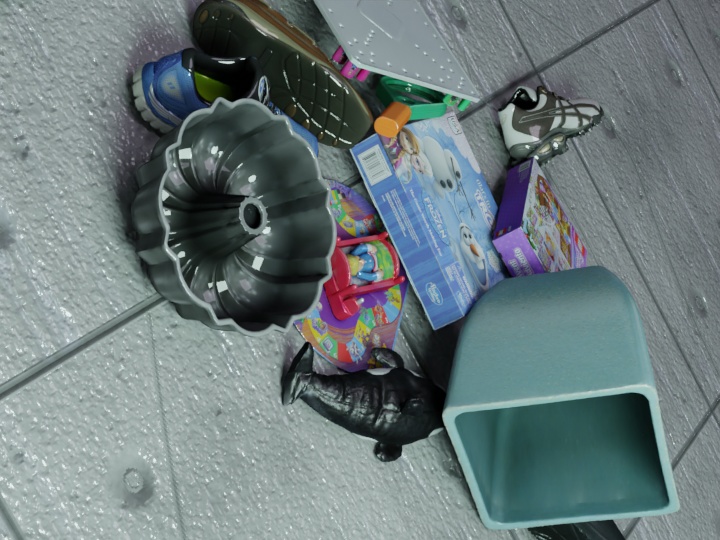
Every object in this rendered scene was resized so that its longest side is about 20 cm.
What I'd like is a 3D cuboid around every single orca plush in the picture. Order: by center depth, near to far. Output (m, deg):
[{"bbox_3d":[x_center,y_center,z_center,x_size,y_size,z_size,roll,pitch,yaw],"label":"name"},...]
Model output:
[{"bbox_3d":[0.026,0.111,1.199,0.199,0.071,0.107,33,58,-34],"label":"orca plush"}]

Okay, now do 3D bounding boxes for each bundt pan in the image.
[{"bbox_3d":[-0.115,-0.040,1.109,0.200,0.075,0.205,13,72,-45],"label":"bundt pan"}]

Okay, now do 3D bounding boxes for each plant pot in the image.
[{"bbox_3d":[0.197,0.109,1.280,0.202,0.193,0.197,-84,159,-44],"label":"plant pot"}]

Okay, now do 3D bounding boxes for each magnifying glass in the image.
[{"bbox_3d":[0.045,-0.171,1.350,0.079,0.023,0.200,20,23,5],"label":"magnifying glass"}]

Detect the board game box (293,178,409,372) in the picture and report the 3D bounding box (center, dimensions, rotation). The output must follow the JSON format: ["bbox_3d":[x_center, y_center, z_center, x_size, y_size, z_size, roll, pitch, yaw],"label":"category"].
[{"bbox_3d":[0.000,0.000,1.261,0.158,0.039,0.202,40,45,-27],"label":"board game box"}]

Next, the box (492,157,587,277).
[{"bbox_3d":[0.204,-0.027,1.460,0.138,0.039,0.201,57,23,-17],"label":"box"}]

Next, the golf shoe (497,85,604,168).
[{"bbox_3d":[0.234,-0.195,1.600,0.095,0.077,0.200,60,38,-6],"label":"golf shoe"}]

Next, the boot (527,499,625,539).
[{"bbox_3d":[0.249,0.246,1.396,0.198,0.073,0.163,46,39,-21],"label":"boot"}]

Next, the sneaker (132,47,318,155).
[{"bbox_3d":[-0.106,-0.140,1.177,0.199,0.089,0.080,23,55,-42],"label":"sneaker"}]

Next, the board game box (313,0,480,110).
[{"bbox_3d":[0.015,-0.259,1.373,0.198,0.026,0.201,8,44,-46],"label":"board game box"}]

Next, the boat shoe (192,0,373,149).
[{"bbox_3d":[-0.067,-0.203,1.253,0.199,0.076,0.074,40,35,-13],"label":"boat shoe"}]

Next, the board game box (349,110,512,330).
[{"bbox_3d":[0.088,-0.059,1.367,0.202,0.043,0.199,65,28,-1],"label":"board game box"}]
